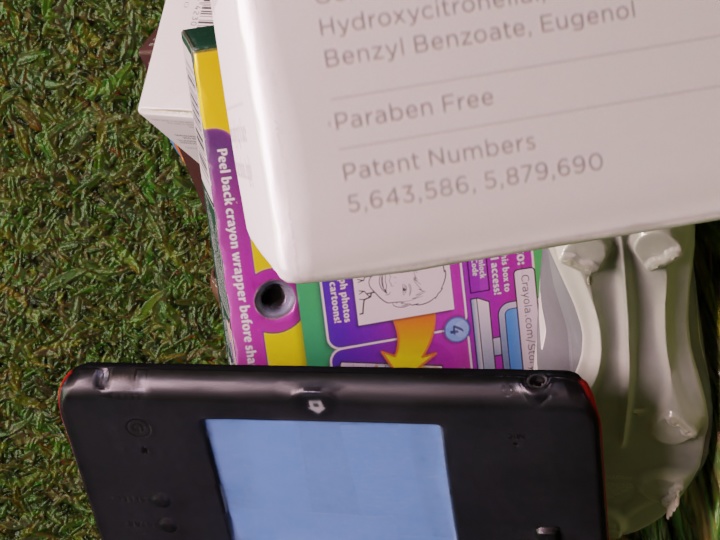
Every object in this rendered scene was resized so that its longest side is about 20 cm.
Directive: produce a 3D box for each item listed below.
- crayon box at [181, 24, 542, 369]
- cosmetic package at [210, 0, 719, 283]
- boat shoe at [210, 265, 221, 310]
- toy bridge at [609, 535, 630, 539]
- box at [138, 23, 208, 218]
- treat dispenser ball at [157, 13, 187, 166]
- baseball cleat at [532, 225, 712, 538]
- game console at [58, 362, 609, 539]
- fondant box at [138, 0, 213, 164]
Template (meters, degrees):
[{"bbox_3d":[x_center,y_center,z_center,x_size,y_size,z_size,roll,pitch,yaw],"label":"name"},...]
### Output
[{"bbox_3d":[0.028,-0.007,0.738,0.058,0.171,0.201,-124,26,-72],"label":"crayon box"},{"bbox_3d":[0.039,-0.112,0.442,0.165,0.164,0.201,-140,41,-83],"label":"cosmetic package"},{"bbox_3d":[0.000,0.000,1.050,0.070,0.199,0.071,65,-145,-46],"label":"boat shoe"},{"bbox_3d":[0.056,0.105,0.811,0.027,0.199,0.068,9,-86,-52],"label":"toy bridge"},{"bbox_3d":[-0.050,-0.074,1.141,0.075,0.100,0.201,-57,-42,-44],"label":"box"},{"bbox_3d":[-0.045,-0.139,1.276,0.201,0.199,0.202,172,90,-86],"label":"treat dispenser ball"},{"bbox_3d":[0.098,0.007,0.677,0.107,0.069,0.201,-80,-8,-47],"label":"baseball cleat"},{"bbox_3d":[-0.004,0.104,0.699,0.031,0.199,0.178,-78,-17,-45],"label":"game console"},{"bbox_3d":[-0.025,-0.104,0.906,0.200,0.058,0.145,42,-122,-62],"label":"fondant box"}]
